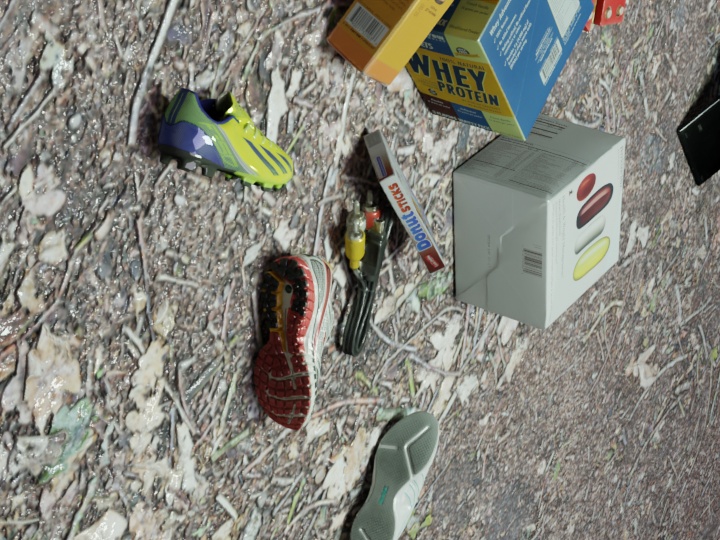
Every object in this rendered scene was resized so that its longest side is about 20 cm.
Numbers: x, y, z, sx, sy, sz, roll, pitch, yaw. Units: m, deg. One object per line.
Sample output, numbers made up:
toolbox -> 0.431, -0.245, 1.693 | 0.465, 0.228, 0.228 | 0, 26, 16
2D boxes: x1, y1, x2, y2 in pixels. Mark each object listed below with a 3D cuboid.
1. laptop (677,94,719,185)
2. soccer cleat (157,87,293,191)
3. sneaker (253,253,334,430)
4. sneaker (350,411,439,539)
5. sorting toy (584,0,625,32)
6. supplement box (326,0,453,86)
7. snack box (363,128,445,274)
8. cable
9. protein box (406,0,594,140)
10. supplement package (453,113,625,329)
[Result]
laptop -> 0.603, -0.284, 2.652 | 0.199, 0.116, 0.187 | -39, 145, 1
soccer cleat -> -0.119, -0.127, 1.502 | 0.199, 0.064, 0.085 | 10, 95, -59
sneaker -> -0.061, 0.079, 1.695 | 0.082, 0.077, 0.203 | -19, 122, -55
sneaker -> 0.045, 0.275, 1.998 | 0.202, 0.070, 0.080 | -65, 164, -6
sorting toy -> 0.290, -0.402, 2.017 | 0.198, 0.069, 0.203 | -18, 121, -54
supplement box -> 0.055, -0.295, 1.625 | 0.201, 0.069, 0.066 | -51, 156, 12
snack box -> 0.053, -0.077, 1.806 | 0.024, 0.072, 0.200 | -24, 143, 6
cable -> 0.000, 0.000, 1.811 | 0.097, 0.050, 0.202 | -59, 164, -53
protein box -> 0.149, -0.296, 1.778 | 0.200, 0.134, 0.200 | -61, 148, -16
supplement package -> 0.232, -0.068, 2.027 | 0.200, 0.146, 0.193 | -38, 136, -42
